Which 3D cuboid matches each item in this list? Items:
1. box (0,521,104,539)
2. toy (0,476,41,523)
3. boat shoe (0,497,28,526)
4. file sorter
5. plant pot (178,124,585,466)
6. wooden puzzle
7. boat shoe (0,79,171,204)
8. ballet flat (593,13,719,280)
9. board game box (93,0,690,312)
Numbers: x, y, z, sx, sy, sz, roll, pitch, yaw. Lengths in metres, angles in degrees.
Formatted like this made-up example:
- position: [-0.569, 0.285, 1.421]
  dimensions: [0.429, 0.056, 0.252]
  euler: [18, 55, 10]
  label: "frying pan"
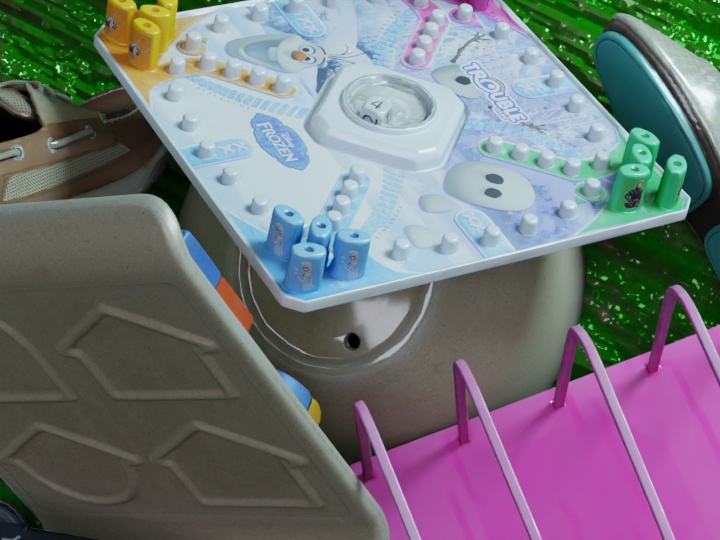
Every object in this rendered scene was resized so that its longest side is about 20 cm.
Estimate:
- position: [-0.099, 0.224, 0.963]
  dimensions: [0.147, 0.107, 0.201]
  euler: [7, 120, 16]
  label: "box"
- position: [-0.100, 0.081, 1.071]
  dimensions: [0.047, 0.200, 0.115]
  euler: [-35, 83, -35]
  label: "toy"
- position: [-0.177, 0.208, 1.108]
  dimensions: [0.072, 0.072, 0.202]
  euler: [8, 96, 8]
  label: "boat shoe"
- position: [0.108, 0.093, 0.957]
  dimensions: [0.199, 0.126, 0.140]
  euler: [-20, 68, -6]
  label: "file sorter"
- position: [0.000, 0.000, 1.049]
  dimensions: [0.198, 0.134, 0.202]
  euler: [0, 90, 9]
  label: "plant pot"
- position: [-0.098, 0.044, 0.936]
  dimensions: [0.184, 0.046, 0.201]
  euler: [-3, 133, 34]
  label: "wooden puzzle"
- position: [-0.146, -0.053, 1.041]
  dimensions: [0.075, 0.200, 0.072]
  euler: [-13, 108, 24]
  label: "boat shoe"
- position: [0.178, -0.037, 1.065]
  dimensions: [0.062, 0.067, 0.201]
  euler: [-28, 89, -20]
  label: "ballet flat"
- position: [0.013, -0.073, 0.996]
  dimensions: [0.199, 0.026, 0.200]
  euler: [-13, 44, -27]
  label: "board game box"
